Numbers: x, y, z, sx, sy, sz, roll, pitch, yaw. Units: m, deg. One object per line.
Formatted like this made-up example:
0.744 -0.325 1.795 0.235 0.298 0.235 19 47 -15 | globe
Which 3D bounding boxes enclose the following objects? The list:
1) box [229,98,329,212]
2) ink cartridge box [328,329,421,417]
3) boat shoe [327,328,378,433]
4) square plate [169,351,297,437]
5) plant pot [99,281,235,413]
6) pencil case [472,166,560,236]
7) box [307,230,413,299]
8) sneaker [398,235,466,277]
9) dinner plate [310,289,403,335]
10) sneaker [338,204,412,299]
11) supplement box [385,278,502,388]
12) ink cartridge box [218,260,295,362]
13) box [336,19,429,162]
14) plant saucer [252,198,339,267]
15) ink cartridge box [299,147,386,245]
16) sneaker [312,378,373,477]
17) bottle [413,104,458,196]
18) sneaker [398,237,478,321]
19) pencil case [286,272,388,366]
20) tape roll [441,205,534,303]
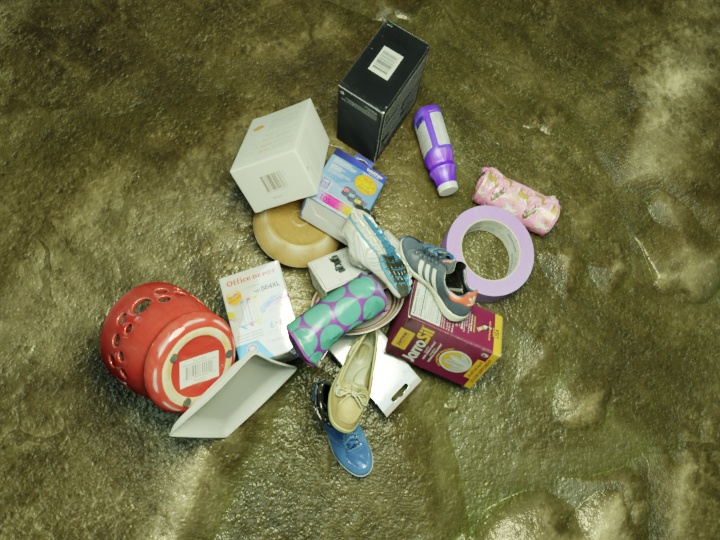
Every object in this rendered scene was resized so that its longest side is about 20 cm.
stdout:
-0.160 -0.240 1.084 0.148 0.108 0.203 -13 42 19 | box
0.021 0.187 1.074 0.108 0.050 0.201 -39 82 -16 | ink cartridge box
-0.007 0.199 0.969 0.072 0.064 0.203 26 46 -2 | boat shoe
-0.224 0.225 0.946 0.198 0.200 0.029 -43 67 -1 | square plate
-0.337 0.138 0.943 0.179 0.201 0.204 15 68 39 | plant pot
0.351 -0.158 1.188 0.196 0.083 0.088 26 72 4 | pencil case
0.000 0.000 1.086 0.196 0.061 0.117 -23 38 -15 | box
0.154 -0.021 1.103 0.073 0.084 0.200 -14 47 -36 | sneaker
-0.006 0.066 1.071 0.194 0.025 0.203 -8 36 5 | dinner plate
0.025 -0.023 1.012 0.074 0.087 0.203 -5 58 -52 | sneaker
0.166 0.127 1.039 0.195 0.132 0.105 23 46 -3 | supplement box
-0.198 0.084 1.043 0.125 0.126 0.205 -17 76 -10 | ink cartridge box
0.043 -0.392 1.166 0.121 0.199 0.202 31 73 7 | box
-0.132 -0.105 1.126 0.194 0.036 0.206 7 61 -13 | plant saucer
-0.030 -0.171 1.133 0.134 0.077 0.203 29 51 -4 | ink cartridge box
-0.034 0.301 1.002 0.075 0.112 0.204 -23 77 -11 | sneaker
0.176 -0.274 1.204 0.063 0.084 0.206 -11 74 -9 | bottle
0.151 -0.005 0.994 0.074 0.085 0.201 -19 60 -39 | sneaker
-0.042 0.089 0.960 0.198 0.085 0.094 -35 97 -24 | pencil case
0.278 -0.036 1.155 0.193 0.066 0.207 2 73 -6 | tape roll
